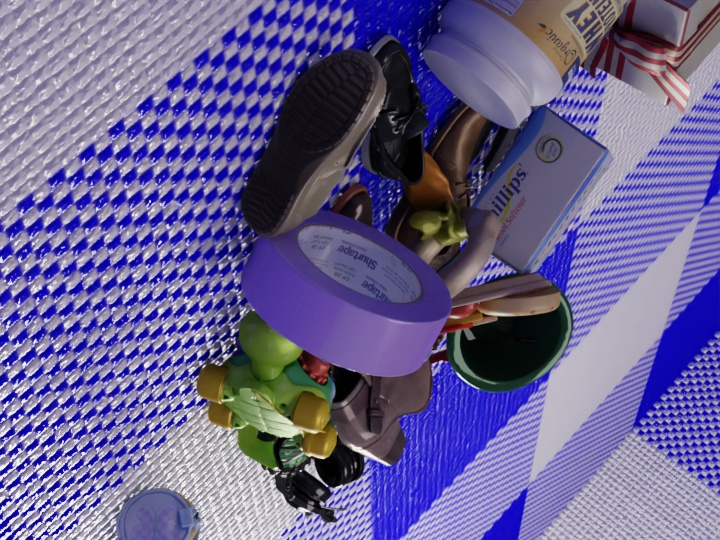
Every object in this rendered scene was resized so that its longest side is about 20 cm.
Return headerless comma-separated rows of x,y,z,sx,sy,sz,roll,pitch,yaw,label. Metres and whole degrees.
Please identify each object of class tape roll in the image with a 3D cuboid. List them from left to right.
-0.013,0.018,1.383,0.200,0.200,0.066,-14,136,-58,tape roll

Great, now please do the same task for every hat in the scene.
0.167,0.060,1.926,0.200,0.176,0.166,-26,114,-2,hat

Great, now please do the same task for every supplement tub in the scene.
0.169,-0.256,1.420,0.200,0.144,0.144,-52,158,-5,supplement tub

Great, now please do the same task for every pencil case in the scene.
-0.213,0.313,1.576,0.091,0.083,0.200,-23,151,-13,pencil case

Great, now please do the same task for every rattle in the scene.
0.049,-0.013,1.508,0.200,0.130,0.143,-50,133,-14,rattle

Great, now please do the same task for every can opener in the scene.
0.168,-0.191,1.624,0.079,0.063,0.200,-33,150,-43,can opener

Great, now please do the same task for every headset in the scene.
-0.060,0.263,1.863,0.123,0.094,0.200,-38,139,-25,headset

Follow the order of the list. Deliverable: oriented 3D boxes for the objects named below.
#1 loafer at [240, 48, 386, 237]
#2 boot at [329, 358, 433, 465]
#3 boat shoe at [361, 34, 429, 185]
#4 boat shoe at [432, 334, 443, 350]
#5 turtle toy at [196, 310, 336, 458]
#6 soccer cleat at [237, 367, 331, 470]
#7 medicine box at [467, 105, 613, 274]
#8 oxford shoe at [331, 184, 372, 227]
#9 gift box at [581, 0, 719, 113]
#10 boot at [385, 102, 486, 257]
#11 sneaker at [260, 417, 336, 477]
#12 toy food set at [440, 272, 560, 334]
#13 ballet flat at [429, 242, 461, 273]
-0.039,-0.118,1.308,0.200,0.076,0.068,-53,162,24,loafer
0.020,0.123,1.649,0.146,0.070,0.200,55,35,-40,boot
0.039,-0.150,1.417,0.074,0.066,0.200,-41,155,-27,boat shoe
0.070,0.084,1.830,0.200,0.070,0.070,-53,156,-4,boat shoe
-0.088,0.110,1.481,0.200,0.145,0.101,82,27,-61,turtle toy
-0.060,0.138,1.625,0.200,0.081,0.068,-53,159,-9,soccer cleat
0.220,-0.097,1.766,0.182,0.103,0.200,-56,172,8,medicine box
0.000,0.000,1.538,0.071,0.072,0.200,-31,139,-39,oxford shoe
0.337,-0.305,1.636,0.187,0.184,0.200,-45,151,-25,gift box
0.107,-0.104,1.616,0.074,0.075,0.200,-9,131,-58,boot
-0.042,0.159,1.704,0.200,0.078,0.085,-43,151,-29,sneaker
0.141,0.043,1.719,0.199,0.049,0.198,-13,178,1,toy food set
0.048,0.006,1.663,0.070,0.065,0.200,-35,-173,42,ballet flat
